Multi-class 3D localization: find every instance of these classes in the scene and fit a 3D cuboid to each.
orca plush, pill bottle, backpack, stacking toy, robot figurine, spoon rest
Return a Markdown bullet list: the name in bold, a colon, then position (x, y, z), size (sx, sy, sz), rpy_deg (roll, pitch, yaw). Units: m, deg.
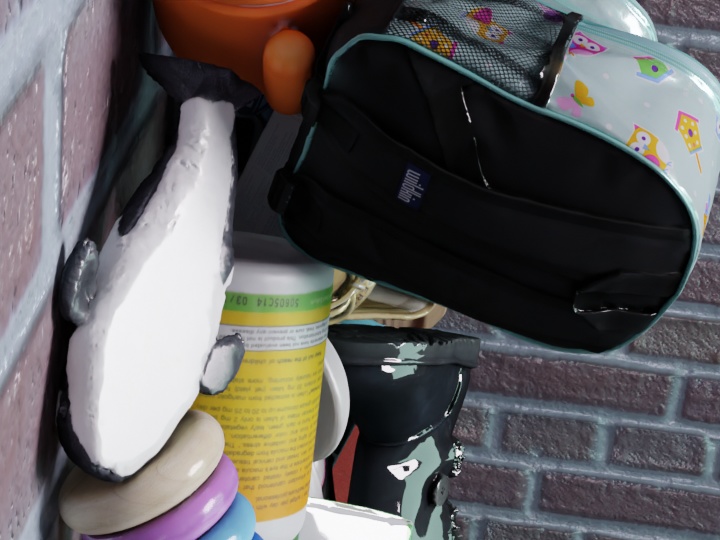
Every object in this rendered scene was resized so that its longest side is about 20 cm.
- **orca plush**: position (-0.111, -0.002, 0.844), size (0.105, 0.071, 0.201), rpy_deg (10, 80, -43)
- **pill bottle**: position (-0.079, 0.085, 0.953), size (0.111, 0.110, 0.201), rpy_deg (-68, 165, -80)
- **backpack**: position (0.078, -0.059, 0.886), size (0.154, 0.199, 0.176), rpy_deg (-58, 174, -41)
- **stacking toy**: position (-0.064, 0.170, 0.871), size (0.201, 0.085, 0.085), rpy_deg (63, 14, -18)
- **robot figurine**: position (-0.051, -0.162, 0.880), size (0.200, 0.116, 0.144), rpy_deg (93, 21, -72)
- **spoon rest**: position (-0.070, 0.078, 1.065), size (0.100, 0.060, 0.200), rpy_deg (60, -33, 0)

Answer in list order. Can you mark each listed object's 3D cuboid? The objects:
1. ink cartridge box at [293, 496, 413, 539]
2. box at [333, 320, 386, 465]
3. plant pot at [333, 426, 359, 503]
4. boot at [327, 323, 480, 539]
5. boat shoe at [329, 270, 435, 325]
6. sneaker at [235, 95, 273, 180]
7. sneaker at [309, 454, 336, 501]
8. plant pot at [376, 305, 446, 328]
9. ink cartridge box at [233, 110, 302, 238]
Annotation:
- **ink cartridge box**: position (-0.060, 0.212, 1.078), size (0.200, 0.083, 0.147), rpy_deg (-12, -113, 60)
- **box**: position (-0.054, 0.116, 1.231), size (0.201, 0.082, 0.049), rpy_deg (-63, -179, 11)
- **plant pot**: position (-0.038, 0.150, 1.377), size (0.200, 0.199, 0.177), rpy_deg (67, 18, -85)
- **boot**: position (0.018, 0.120, 1.123), size (0.200, 0.076, 0.169), rpy_deg (8, 89, -69)
- **boat shoe**: position (-0.001, 0.002, 1.082), size (0.073, 0.063, 0.201), rpy_deg (-52, 167, 6)
- **sneaker**: position (-0.082, -0.080, 1.099), size (0.096, 0.079, 0.200), rpy_deg (-53, 164, -31)
- **sneaker**: position (-0.037, 0.084, 1.160), size (0.086, 0.080, 0.201), rpy_deg (-30, 123, -33)
- **plant pot**: position (-0.035, -0.010, 1.372), size (0.093, 0.201, 0.201), rpy_deg (-41, 158, -23)
- **ink cartridge box**: position (-0.022, -0.074, 1.054), size (0.094, 0.044, 0.200), rpy_deg (-32, 156, -55)
